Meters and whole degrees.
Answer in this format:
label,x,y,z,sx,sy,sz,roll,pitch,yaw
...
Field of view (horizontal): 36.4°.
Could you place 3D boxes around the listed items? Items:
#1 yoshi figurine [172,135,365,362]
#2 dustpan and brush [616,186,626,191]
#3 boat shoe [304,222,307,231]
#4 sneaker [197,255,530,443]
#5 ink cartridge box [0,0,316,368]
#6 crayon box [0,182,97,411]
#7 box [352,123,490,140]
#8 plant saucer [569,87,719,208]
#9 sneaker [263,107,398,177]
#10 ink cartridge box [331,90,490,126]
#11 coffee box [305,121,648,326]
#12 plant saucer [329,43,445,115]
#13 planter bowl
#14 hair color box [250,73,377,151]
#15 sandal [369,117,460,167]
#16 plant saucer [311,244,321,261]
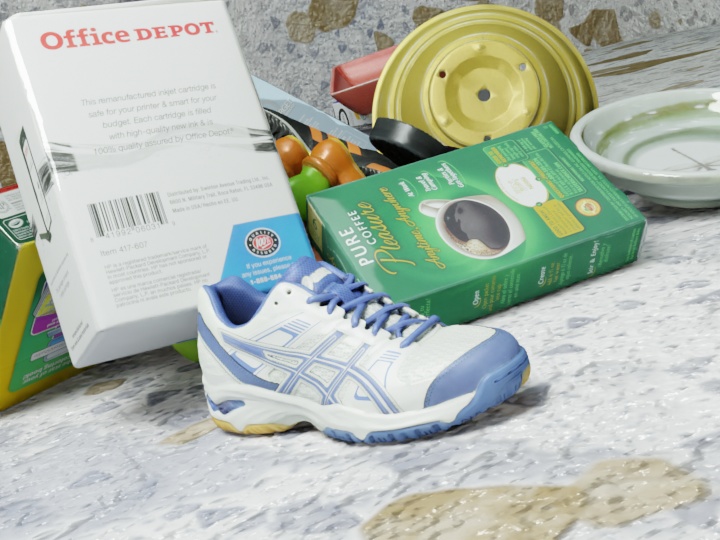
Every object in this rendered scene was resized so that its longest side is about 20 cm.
label,x,y,z,sx,sy,sz,roll,pitch,yaw
yoshi figurine,-0.083,-0.008,0.789,0.200,0.112,0.113,-42,-16,-30
dustpan and brush,0.227,-0.098,0.982,0.139,0.057,0.200,-19,42,-16
boat shoe,-0.079,-0.033,1.032,0.065,0.072,0.200,-45,1,1
sneaker,-0.011,0.036,0.569,0.199,0.088,0.075,-6,12,32
ink cartridge box,-0.131,-0.059,0.685,0.146,0.201,0.084,-13,-14,-29
crayon box,-0.201,0.001,0.803,0.200,0.058,0.173,-27,-28,-48
box,0.050,-0.096,1.080,0.035,0.110,0.200,-24,14,-39
plant saucer,0.268,-0.093,0.873,0.199,0.050,0.200,-6,26,3
sneaker,-0.030,-0.084,0.940,0.200,0.070,0.090,28,17,23
ink cartridge box,0.053,-0.140,1.222,0.200,0.137,0.076,-5,13,38
coffee box,0.075,-0.028,0.740,0.199,0.044,0.123,-19,48,-18
plant saucer,0.068,-0.213,1.134,0.199,0.037,0.200,-17,17,5
planter bowl,0.104,-0.139,0.926,0.200,0.201,0.083,-13,-6,6
hair color box,-0.054,-0.111,1.045,0.061,0.200,0.099,-56,-17,-16
sandal,0.081,-0.076,0.845,0.075,0.048,0.200,22,-6,35
plant saucer,0.000,0.000,0.877,0.200,0.032,0.200,-14,12,3
